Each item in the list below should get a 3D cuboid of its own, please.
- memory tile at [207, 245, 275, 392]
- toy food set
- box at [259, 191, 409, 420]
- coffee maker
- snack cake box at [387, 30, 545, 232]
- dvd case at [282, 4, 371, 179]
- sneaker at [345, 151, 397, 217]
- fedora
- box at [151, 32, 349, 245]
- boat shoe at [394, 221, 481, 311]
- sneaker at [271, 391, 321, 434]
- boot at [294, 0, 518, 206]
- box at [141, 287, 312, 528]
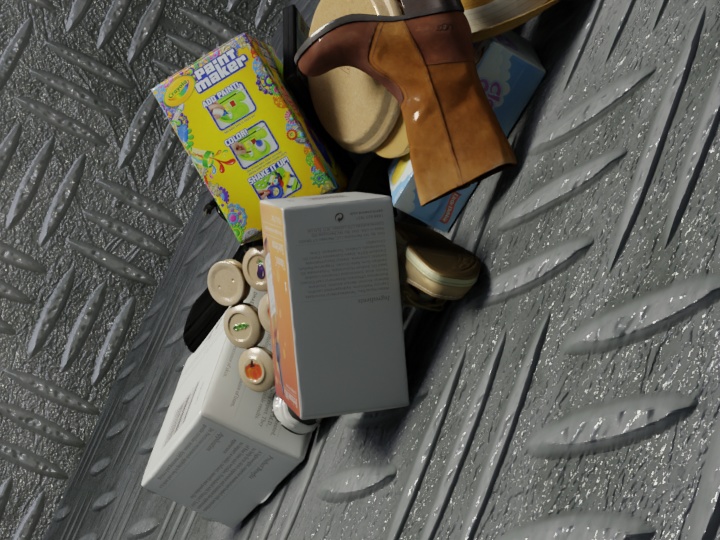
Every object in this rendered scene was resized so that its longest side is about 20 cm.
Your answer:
[{"bbox_3d":[-0.069,0.041,1.640,0.200,0.154,0.017,-17,0,35],"label":"memory tile"},{"bbox_3d":[0.005,-0.222,1.638,0.200,0.049,0.198,20,111,58],"label":"toy food set"},{"bbox_3d":[-0.028,0.029,1.497,0.152,0.106,0.200,-163,67,-77],"label":"box"},{"bbox_3d":[-0.140,0.019,1.958,0.135,0.192,0.200,-37,-9,-49],"label":"coffee maker"},{"bbox_3d":[0.106,-0.153,1.611,0.200,0.067,0.115,-59,13,19],"label":"snack cake box"},{"bbox_3d":[-0.036,-0.193,1.796,0.018,0.200,0.143,-21,40,16],"label":"dvd case"},{"bbox_3d":[0.015,-0.051,1.687,0.200,0.082,0.073,-60,-33,-30],"label":"sneaker"},{"bbox_3d":[0.142,-0.306,1.567,0.200,0.082,0.201,-25,23,11],"label":"fedora"},{"bbox_3d":[-0.115,-0.144,1.724,0.122,0.193,0.200,-31,1,7],"label":"box"},{"bbox_3d":[0.065,0.005,1.480,0.200,0.074,0.067,-123,44,-75],"label":"boat shoe"},{"bbox_3d":[-0.038,0.085,1.722,0.079,0.074,0.200,-35,35,45],"label":"sneaker"},{"bbox_3d":[0.042,-0.161,1.526,0.188,0.200,0.068,-18,-3,17],"label":"boot"},{"bbox_3d":[-0.138,0.158,1.807,0.199,0.131,0.200,-49,19,48],"label":"box"}]
